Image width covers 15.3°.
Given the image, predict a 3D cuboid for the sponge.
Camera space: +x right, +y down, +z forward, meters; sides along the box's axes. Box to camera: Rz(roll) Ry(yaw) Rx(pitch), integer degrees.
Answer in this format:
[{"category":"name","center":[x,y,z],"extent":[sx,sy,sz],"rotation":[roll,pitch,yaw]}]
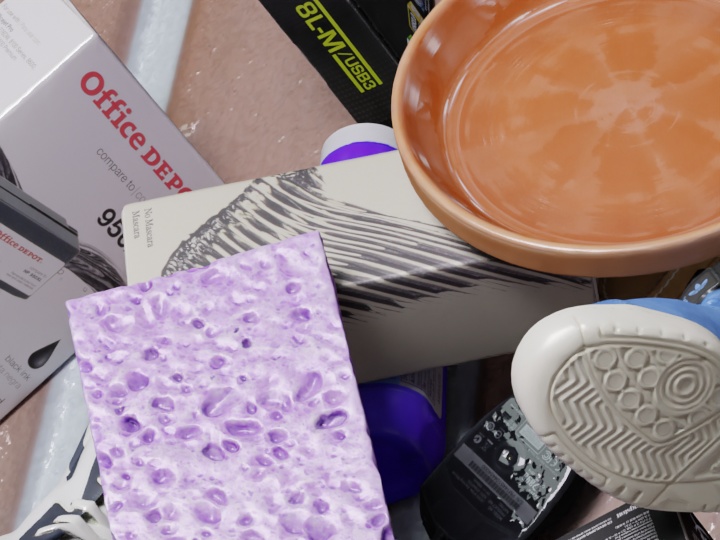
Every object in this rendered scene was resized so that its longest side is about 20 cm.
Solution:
[{"category":"sponge","center":[-0.047,0.085,1.071],"extent":[0.111,0.030,0.201],"rotation":[-14,60,-1]}]

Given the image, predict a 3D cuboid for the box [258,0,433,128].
[{"category":"box","center":[-0.026,-0.200,1.377],"extent":[0.047,0.193,0.200],"rotation":[-20,42,20]}]

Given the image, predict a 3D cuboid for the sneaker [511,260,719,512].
[{"category":"sneaker","center":[0.131,0.038,1.050],"extent":[0.077,0.199,0.111],"rotation":[-68,29,20]}]

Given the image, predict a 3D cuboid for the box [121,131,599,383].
[{"category":"box","center":[0.000,0.000,1.175],"extent":[0.199,0.068,0.082],"rotation":[-13,47,1]}]

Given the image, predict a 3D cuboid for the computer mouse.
[{"category":"computer mouse","center":[0.031,0.129,1.161],"extent":[0.200,0.034,0.059],"rotation":[-45,56,1]}]

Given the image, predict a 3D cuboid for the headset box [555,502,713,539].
[{"category":"headset box","center":[0.091,0.201,1.006],"extent":[0.149,0.077,0.200],"rotation":[-30,41,13]}]

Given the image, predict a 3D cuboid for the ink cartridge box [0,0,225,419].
[{"category":"ink cartridge box","center":[-0.185,-0.029,1.379],"extent":[0.200,0.145,0.084],"rotation":[-42,41,-3]}]

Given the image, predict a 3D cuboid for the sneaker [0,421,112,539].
[{"category":"sneaker","center":[-0.113,0.127,1.199],"extent":[0.199,0.080,0.130],"rotation":[-38,18,3]}]

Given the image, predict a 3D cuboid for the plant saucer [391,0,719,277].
[{"category":"plant saucer","center":[0.113,-0.072,1.146],"extent":[0.200,0.032,0.201],"rotation":[-7,47,7]}]

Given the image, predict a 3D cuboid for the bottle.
[{"category":"bottle","center":[0.000,0.017,1.255],"extent":[0.083,0.065,0.200],"rotation":[-14,46,19]}]

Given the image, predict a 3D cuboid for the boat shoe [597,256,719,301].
[{"category":"boat shoe","center":[0.152,-0.062,1.202],"extent":[0.072,0.076,0.200],"rotation":[7,59,39]}]
